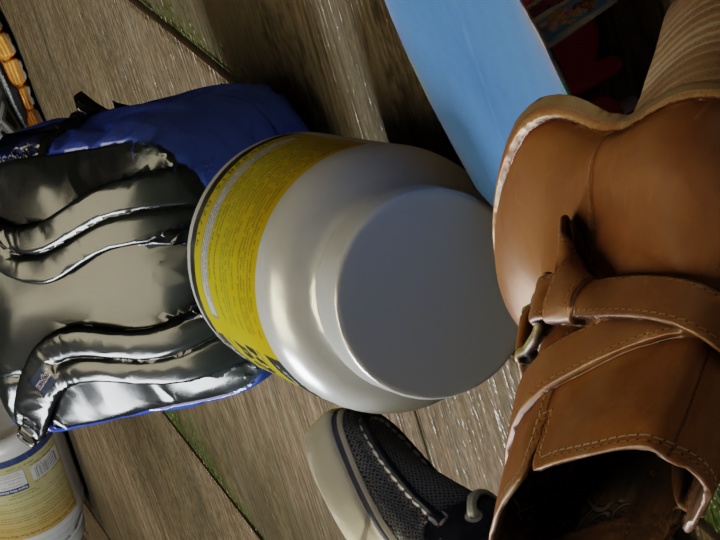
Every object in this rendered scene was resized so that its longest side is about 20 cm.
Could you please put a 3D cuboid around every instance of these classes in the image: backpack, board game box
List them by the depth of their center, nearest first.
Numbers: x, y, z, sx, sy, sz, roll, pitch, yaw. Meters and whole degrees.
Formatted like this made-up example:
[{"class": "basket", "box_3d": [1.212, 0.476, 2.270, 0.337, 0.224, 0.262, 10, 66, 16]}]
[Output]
[{"class": "board game box", "box_3d": [0.060, -0.069, 0.871, 0.200, 0.039, 0.159, 53, 167, 53]}, {"class": "backpack", "box_3d": [-0.099, -0.021, 1.306, 0.199, 0.168, 0.163, -10, 110, 43]}]

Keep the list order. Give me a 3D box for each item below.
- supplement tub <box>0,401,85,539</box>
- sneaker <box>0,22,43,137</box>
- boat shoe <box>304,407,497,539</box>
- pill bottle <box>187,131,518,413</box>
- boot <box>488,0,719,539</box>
[{"class": "supplement tub", "box_3d": [-0.408, 0.240, 2.967, 0.144, 0.144, 0.201, 50, 158, 50]}, {"class": "sneaker", "box_3d": [-0.305, -0.114, 2.122, 0.201, 0.077, 0.078, 67, 165, -10]}, {"class": "boat shoe", "box_3d": [0.065, 0.114, 1.013, 0.200, 0.093, 0.075, 52, -162, 20]}, {"class": "pill bottle", "box_3d": [0.000, 0.000, 1.055, 0.112, 0.111, 0.200, 69, 167, -10]}, {"class": "boot", "box_3d": [0.071, 0.022, 0.702, 0.076, 0.156, 0.200, 25, 151, -12]}]
